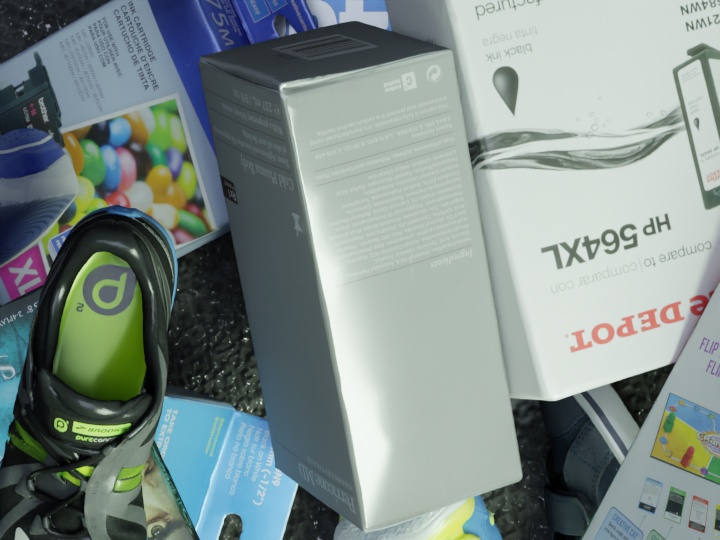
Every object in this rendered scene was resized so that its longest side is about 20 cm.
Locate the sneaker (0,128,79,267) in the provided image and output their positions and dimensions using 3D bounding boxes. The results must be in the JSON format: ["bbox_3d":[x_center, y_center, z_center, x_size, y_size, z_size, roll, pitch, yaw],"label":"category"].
[{"bbox_3d":[-0.237,-0.033,1.147,0.199,0.081,0.115,-30,80,31],"label":"sneaker"}]

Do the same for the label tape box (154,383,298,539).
[{"bbox_3d":[-0.138,0.112,1.107,0.200,0.066,0.143,17,89,5],"label":"label tape box"}]

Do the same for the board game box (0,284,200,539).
[{"bbox_3d":[-0.186,0.106,1.063,0.200,0.028,0.135,-27,86,1],"label":"board game box"}]

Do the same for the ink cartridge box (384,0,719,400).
[{"bbox_3d":[0.107,-0.057,1.065,0.146,0.084,0.200,-16,95,-18],"label":"ink cartridge box"}]

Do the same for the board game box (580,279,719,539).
[{"bbox_3d":[0.171,0.087,0.981,0.040,0.153,0.200,21,102,-32],"label":"board game box"}]

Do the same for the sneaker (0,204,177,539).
[{"bbox_3d":[-0.118,0.071,1.005,0.071,0.083,0.200,9,89,2],"label":"sneaker"}]

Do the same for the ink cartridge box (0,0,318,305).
[{"bbox_3d":[-0.103,-0.064,1.142,0.200,0.042,0.119,-26,85,24],"label":"ink cartridge box"}]

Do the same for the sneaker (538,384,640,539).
[{"bbox_3d":[0.120,0.136,1.150,0.079,0.078,0.200,-29,91,-3],"label":"sneaker"}]

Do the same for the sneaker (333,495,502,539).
[{"bbox_3d":[0.048,0.160,1.147,0.076,0.105,0.200,-30,45,32],"label":"sneaker"}]

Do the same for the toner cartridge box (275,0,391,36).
[{"bbox_3d":[0.012,-0.090,1.171,0.200,0.043,0.095,-1,93,3],"label":"toner cartridge box"}]

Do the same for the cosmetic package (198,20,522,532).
[{"bbox_3d":[0.000,0.000,1.058,0.090,0.107,0.200,-14,106,-21],"label":"cosmetic package"}]
